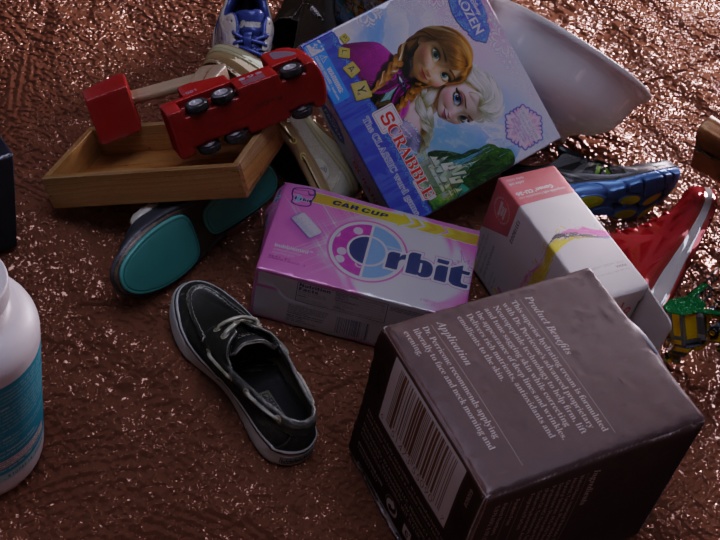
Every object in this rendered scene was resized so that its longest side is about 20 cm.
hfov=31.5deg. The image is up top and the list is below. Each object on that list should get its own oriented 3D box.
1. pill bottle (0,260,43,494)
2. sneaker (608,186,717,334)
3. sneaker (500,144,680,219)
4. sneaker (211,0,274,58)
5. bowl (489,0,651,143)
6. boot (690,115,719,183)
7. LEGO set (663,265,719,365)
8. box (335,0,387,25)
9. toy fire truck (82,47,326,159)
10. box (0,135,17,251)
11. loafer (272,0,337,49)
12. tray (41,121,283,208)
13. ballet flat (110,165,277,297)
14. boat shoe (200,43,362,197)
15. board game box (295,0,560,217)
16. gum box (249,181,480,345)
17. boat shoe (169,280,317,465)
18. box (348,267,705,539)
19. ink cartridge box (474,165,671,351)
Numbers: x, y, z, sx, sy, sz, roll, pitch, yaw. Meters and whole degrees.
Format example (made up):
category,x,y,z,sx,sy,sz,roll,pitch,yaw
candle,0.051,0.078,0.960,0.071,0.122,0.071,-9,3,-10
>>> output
category,x,y,z,sx,sy,sz,roll,pitch,yaw
pill bottle,-0.289,0.073,0.936,0.110,0.201,0.111,7,47,-7
sneaker,0.270,-0.034,1.248,0.115,0.079,0.200,27,47,10
sneaker,0.235,-0.094,1.298,0.198,0.071,0.083,-7,56,-14
sneaker,-0.125,-0.224,1.326,0.075,0.088,0.201,1,49,-14
bowl,0.198,-0.197,1.345,0.201,0.091,0.201,33,7,-4
boot,0.406,-0.054,1.239,0.199,0.188,0.069,31,84,22
LEGO set,0.374,0.064,1.181,0.153,0.116,0.200,6,27,34
box,0.022,-0.289,1.404,0.035,0.110,0.200,-22,55,-29
toy fire truck,-0.143,-0.158,1.167,0.199,0.049,0.141,-23,32,-12
box,-0.432,-0.092,1.114,0.196,0.118,0.200,-21,55,-29
loafer,-0.065,-0.274,1.394,0.071,0.073,0.201,2,48,-14
tray,-0.180,-0.100,1.172,0.199,0.037,0.099,-1,34,21
ballet flat,-0.163,-0.044,1.172,0.073,0.073,0.200,37,56,21
boat shoe,-0.085,-0.133,1.231,0.200,0.074,0.066,44,59,-1
board game box,0.065,-0.168,1.238,0.199,0.041,0.201,-31,94,-19
gum box,0.000,0.000,1.161,0.199,0.066,0.114,14,47,1
boat shoe,-0.095,0.070,1.077,0.070,0.064,0.200,-23,56,-30
box,0.122,0.129,1.001,0.199,0.165,0.166,-14,51,-24
ink cartridge box,0.184,0.018,1.152,0.067,0.117,0.200,-14,52,-25
